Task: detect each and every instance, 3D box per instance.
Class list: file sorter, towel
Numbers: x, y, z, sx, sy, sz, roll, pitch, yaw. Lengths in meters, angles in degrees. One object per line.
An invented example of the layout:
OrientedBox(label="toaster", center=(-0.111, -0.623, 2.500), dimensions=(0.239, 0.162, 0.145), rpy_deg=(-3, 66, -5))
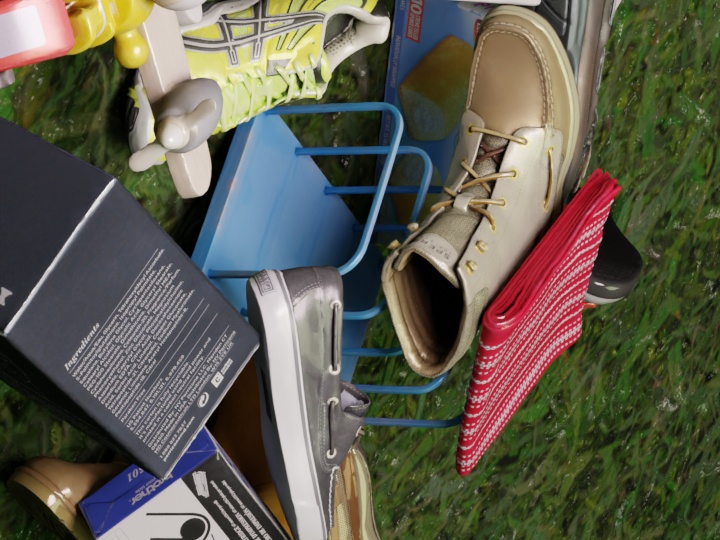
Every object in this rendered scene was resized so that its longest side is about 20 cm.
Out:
OrientedBox(label="file sorter", center=(0.000, 0.000, 1.601), dimensions=(0.200, 0.122, 0.140), rpy_deg=(53, 47, -48))
OrientedBox(label="towel", center=(0.113, 0.037, 1.589), dimensions=(0.145, 0.022, 0.201), rpy_deg=(-50, 163, -28))

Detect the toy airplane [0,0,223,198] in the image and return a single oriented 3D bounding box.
OrientedBox(label="toy airplane", center=(-0.124, -0.163, 1.356), dimensions=(0.200, 0.140, 0.201), rpy_deg=(32, 66, -42))

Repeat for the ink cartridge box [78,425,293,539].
OrientedBox(label="ink cartridge box", center=(-0.085, 0.193, 1.556), dimensions=(0.094, 0.044, 0.200), rpy_deg=(-36, 126, -1))

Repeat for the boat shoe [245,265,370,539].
OrientedBox(label="boat shoe", center=(-0.026, 0.083, 1.508), dimensions=(0.066, 0.070, 0.201), rpy_deg=(-14, 118, -11))

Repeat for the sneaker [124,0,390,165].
OrientedBox(label="sneaker", center=(-0.064, -0.131, 1.520), dimensions=(0.200, 0.076, 0.076), rpy_deg=(-42, 143, -27))

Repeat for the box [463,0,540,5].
OrientedBox(label="box", center=(0.023, -0.228, 1.494), dimensions=(0.199, 0.112, 0.102), rpy_deg=(-4, 114, -50))

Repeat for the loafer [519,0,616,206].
OrientedBox(label="loafer", center=(0.136, -0.116, 1.599), dimensions=(0.063, 0.072, 0.201), rpy_deg=(-12, 121, -34))

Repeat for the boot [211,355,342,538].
OrientedBox(label="boot", center=(-0.089, 0.143, 1.585), dimensions=(0.144, 0.071, 0.202), rpy_deg=(-41, 141, -19))

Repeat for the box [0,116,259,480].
OrientedBox(label="box", center=(-0.175, 0.009, 1.403), dimensions=(0.107, 0.148, 0.200), rpy_deg=(-55, 146, -11))

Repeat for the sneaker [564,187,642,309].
OrientedBox(label="sneaker", center=(0.156, 0.015, 1.846), dimensions=(0.202, 0.067, 0.109), rpy_deg=(-99, -150, -69))

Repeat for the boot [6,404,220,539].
OrientedBox(label="boot", center=(-0.133, 0.096, 1.603), dimensions=(0.201, 0.066, 0.175), rpy_deg=(-55, 155, -12))

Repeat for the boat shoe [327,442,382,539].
OrientedBox(label="boat shoe", center=(-0.034, 0.166, 1.709), dimensions=(0.073, 0.076, 0.201), rpy_deg=(-20, 93, -29))

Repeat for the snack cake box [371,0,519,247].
OrientedBox(label="snack cake box", center=(0.078, -0.098, 1.699), dimensions=(0.067, 0.115, 0.201), rpy_deg=(-23, 130, -44))

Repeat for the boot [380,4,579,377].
OrientedBox(label="boot", center=(0.072, -0.049, 1.517), dimensions=(0.155, 0.072, 0.201), rpy_deg=(-41, 139, -51))

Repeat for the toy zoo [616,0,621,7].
OrientedBox(label="toy zoo", center=(0.149, -0.224, 1.792), dimensions=(0.132, 0.020, 0.200), rpy_deg=(-53, 145, -15))
